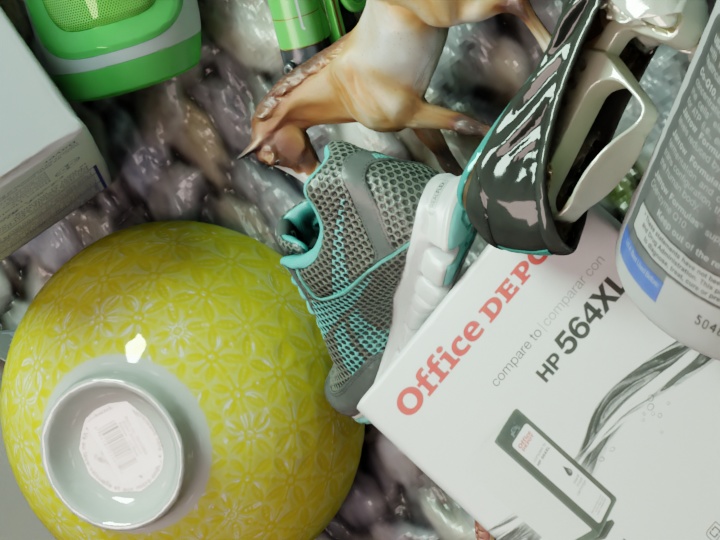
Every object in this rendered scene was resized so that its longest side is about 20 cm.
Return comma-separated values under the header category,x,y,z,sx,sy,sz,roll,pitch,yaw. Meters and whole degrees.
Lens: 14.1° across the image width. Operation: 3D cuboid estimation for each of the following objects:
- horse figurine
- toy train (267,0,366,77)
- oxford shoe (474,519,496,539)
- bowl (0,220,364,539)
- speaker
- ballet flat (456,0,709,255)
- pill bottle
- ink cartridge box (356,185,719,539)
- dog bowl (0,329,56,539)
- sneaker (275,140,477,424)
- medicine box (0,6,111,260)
category,x,y,z,sx,sy,sz,roll,pitch,yaw
horse figurine,0.038,-0.106,1.364,0.132,0.050,0.201,27,127,1
toy train,-0.036,-0.178,1.404,0.042,0.056,0.201,-4,107,38
oxford shoe,0.091,0.127,1.454,0.073,0.071,0.201,4,111,2
bowl,-0.107,0.080,1.503,0.199,0.108,0.202,4,102,18
speaker,-0.141,-0.191,1.460,0.088,0.088,0.201,-5,107,39
ballet flat,0.114,-0.095,1.284,0.068,0.068,0.201,30,100,38
pill bottle,0.192,-0.066,1.242,0.114,0.114,0.201,35,128,20
ink cartridge box,0.120,0.075,1.343,0.200,0.084,0.146,41,97,14
dog bowl,-0.191,0.125,1.660,0.199,0.059,0.201,17,120,32
sneaker,0.000,0.000,1.412,0.091,0.078,0.200,24,145,3
medicine box,-0.223,-0.102,1.485,0.183,0.103,0.200,55,175,5
